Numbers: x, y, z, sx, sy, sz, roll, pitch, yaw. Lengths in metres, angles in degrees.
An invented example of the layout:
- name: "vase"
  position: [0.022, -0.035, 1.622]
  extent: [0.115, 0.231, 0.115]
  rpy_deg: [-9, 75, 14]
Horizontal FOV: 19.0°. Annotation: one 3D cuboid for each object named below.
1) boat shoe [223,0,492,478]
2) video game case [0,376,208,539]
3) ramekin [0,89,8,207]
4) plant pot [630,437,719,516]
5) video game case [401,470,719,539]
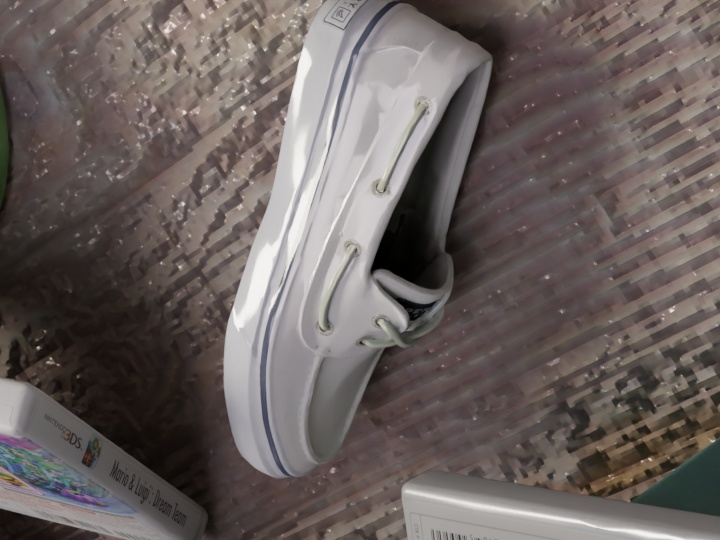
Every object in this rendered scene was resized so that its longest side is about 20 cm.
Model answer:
- name: "boat shoe"
  position: [0.000, 0.000, 0.780]
  extent: [0.066, 0.073, 0.201]
  rpy_deg: [25, 125, 24]
- name: "video game case"
  position: [-0.183, 0.065, 0.886]
  extent: [0.199, 0.024, 0.182]
  rpy_deg: [11, 163, 22]
- name: "ramekin"
  position: [-0.255, -0.064, 0.905]
  extent: [0.199, 0.098, 0.201]
  rpy_deg: [16, 123, 27]
- name: "plant pot"
  position: [0.166, 0.155, 0.712]
  extent: [0.200, 0.141, 0.142]
  rpy_deg: [38, 131, 24]
- name: "video game case"
  position: [0.096, 0.163, 0.680]
  extent: [0.199, 0.022, 0.184]
  rpy_deg: [3, 105, 50]
